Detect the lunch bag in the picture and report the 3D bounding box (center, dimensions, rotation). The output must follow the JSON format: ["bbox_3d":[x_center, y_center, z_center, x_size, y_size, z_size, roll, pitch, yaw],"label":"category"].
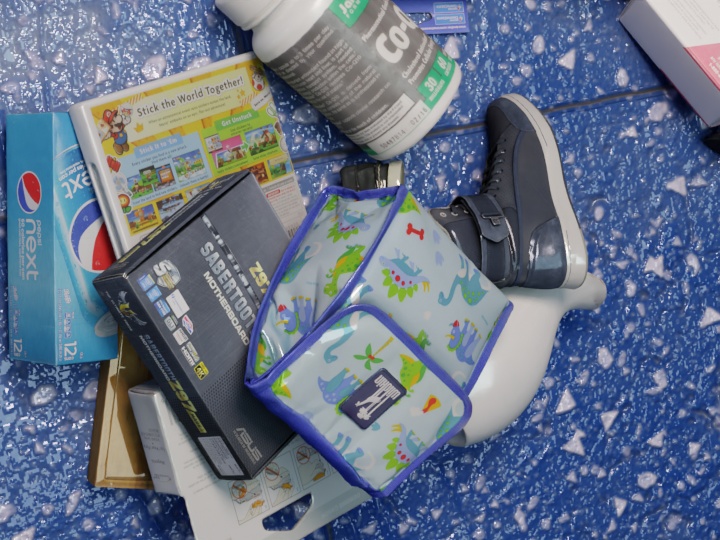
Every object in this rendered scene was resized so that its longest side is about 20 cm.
[{"bbox_3d":[0.009,0.057,1.120,0.170,0.127,0.200,45,64,-32],"label":"lunch bag"}]

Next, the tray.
[{"bbox_3d":[-0.170,0.085,1.197,0.099,0.037,0.200,6,92,-23],"label":"tray"}]

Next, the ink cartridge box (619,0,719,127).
[{"bbox_3d":[0.374,-0.257,1.341,0.200,0.083,0.147,-38,86,-9],"label":"ink cartridge box"}]

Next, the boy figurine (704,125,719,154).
[{"bbox_3d":[0.431,-0.192,1.414,0.124,0.064,0.200,35,83,-16],"label":"boy figurine"}]

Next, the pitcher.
[{"bbox_3d":[0.104,0.044,1.276,0.172,0.121,0.200,41,67,1],"label":"pitcher"}]

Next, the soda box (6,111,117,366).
[{"bbox_3d":[-0.241,-0.027,1.133,0.064,0.068,0.200,-5,97,-47],"label":"soda box"}]

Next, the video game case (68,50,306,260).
[{"bbox_3d":[-0.133,-0.073,1.167,0.200,0.023,0.182,-26,104,-44],"label":"video game case"}]

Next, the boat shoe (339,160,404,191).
[{"bbox_3d":[0.000,0.000,1.248,0.066,0.075,0.200,5,102,5],"label":"boat shoe"}]

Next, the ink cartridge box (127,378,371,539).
[{"bbox_3d":[-0.088,0.149,1.198,0.200,0.044,0.174,-23,105,-41],"label":"ink cartridge box"}]

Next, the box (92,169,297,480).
[{"bbox_3d":[-0.101,0.043,1.129,0.158,0.051,0.200,-44,114,-39],"label":"box"}]

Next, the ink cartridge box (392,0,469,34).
[{"bbox_3d":[0.047,-0.313,1.259,0.119,0.042,0.200,-6,98,-22],"label":"ink cartridge box"}]

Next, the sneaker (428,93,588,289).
[{"bbox_3d":[0.106,-0.071,1.247,0.146,0.077,0.203,-5,60,-17],"label":"sneaker"}]

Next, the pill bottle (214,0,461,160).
[{"bbox_3d":[-0.020,-0.196,1.198,0.200,0.113,0.113,39,79,-21],"label":"pill bottle"}]
